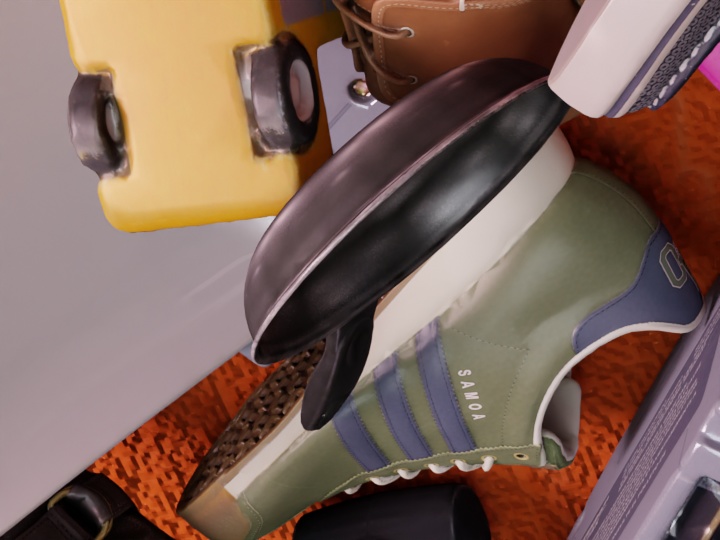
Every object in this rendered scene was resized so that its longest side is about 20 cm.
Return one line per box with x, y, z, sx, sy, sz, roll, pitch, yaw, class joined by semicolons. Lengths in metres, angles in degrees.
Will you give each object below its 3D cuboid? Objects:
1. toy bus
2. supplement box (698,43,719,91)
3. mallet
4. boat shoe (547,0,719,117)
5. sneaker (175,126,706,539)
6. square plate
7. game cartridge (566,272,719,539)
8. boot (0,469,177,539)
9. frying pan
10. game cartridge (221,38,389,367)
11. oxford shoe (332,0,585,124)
-0.049;-0.115;0.745;0.065;0.078;0.200;-7;100;21;toy bus
0.073;-0.155;0.710;0.101;0.103;0.200;-40;109;20;supplement box
-0.025;0.113;0.864;0.066;0.200;0.041;-13;96;30;mallet
0.135;-0.098;0.635;0.093;0.075;0.200;35;111;-6;boat shoe
0.029;0.043;0.875;0.090;0.067;0.200;38;121;-9;sneaker
-0.124;-0.026;0.788;0.198;0.028;0.200;-38;116;-17;square plate
0.097;0.073;0.840;0.041;0.133;0.200;24;125;-3;game cartridge
-0.140;0.085;0.850;0.174;0.200;0.069;46;127;11;boot
0.013;-0.011;0.760;0.115;0.190;0.031;-40;81;-4;frying pan
-0.070;-0.068;0.847;0.200;0.040;0.133;37;126;-12;game cartridge
0.019;-0.080;0.733;0.071;0.071;0.200;-48;146;5;oxford shoe
